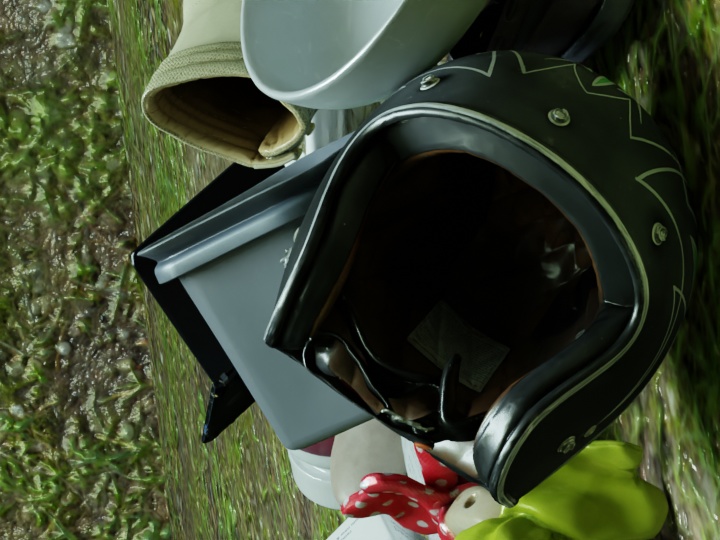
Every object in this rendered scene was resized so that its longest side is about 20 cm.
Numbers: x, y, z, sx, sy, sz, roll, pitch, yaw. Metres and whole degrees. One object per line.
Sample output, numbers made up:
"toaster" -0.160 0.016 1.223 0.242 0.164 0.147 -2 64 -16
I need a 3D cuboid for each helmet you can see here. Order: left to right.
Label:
"helmet" 0.065 -0.006 1.237 0.191 0.200 0.200 -56 13 -2

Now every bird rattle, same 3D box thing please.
"bird rattle" 0.083 0.157 1.406 0.163 0.113 0.200 49 155 -18

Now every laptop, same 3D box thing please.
"laptop" -0.080 0.008 1.953 0.103 0.177 0.200 44 159 11

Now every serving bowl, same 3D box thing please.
"serving bowl" 0.022 -0.165 1.291 0.200 0.066 0.201 -41 36 40

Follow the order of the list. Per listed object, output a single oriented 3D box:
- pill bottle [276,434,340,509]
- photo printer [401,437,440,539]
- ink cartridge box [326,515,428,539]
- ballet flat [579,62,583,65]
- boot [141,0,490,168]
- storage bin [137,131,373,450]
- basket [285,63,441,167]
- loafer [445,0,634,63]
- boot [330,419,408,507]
"pill bottle" -0.015 0.072 1.886 0.110 0.109 0.201 -111 9 -47
"photo printer" 0.073 0.102 1.581 0.201 0.069 0.167 92 164 -45
"ink cartridge box" 0.051 0.251 1.600 0.145 0.084 0.200 40 -169 -29
"ballet flat" 0.092 -0.015 1.376 0.076 0.064 0.201 -160 89 -74
"boot" -0.007 -0.115 1.402 0.156 0.199 0.073 -73 -10 -52
"storage bin" 0.000 0.000 1.426 0.135 0.145 0.200 62 -152 -5
"basket" 0.011 -0.152 1.571 0.136 0.123 0.201 -115 21 -57
"loafer" 0.074 -0.119 1.323 0.200 0.063 0.072 134 149 -59
"boot" 0.008 0.037 1.698 0.200 0.070 0.147 -69 -31 -43
